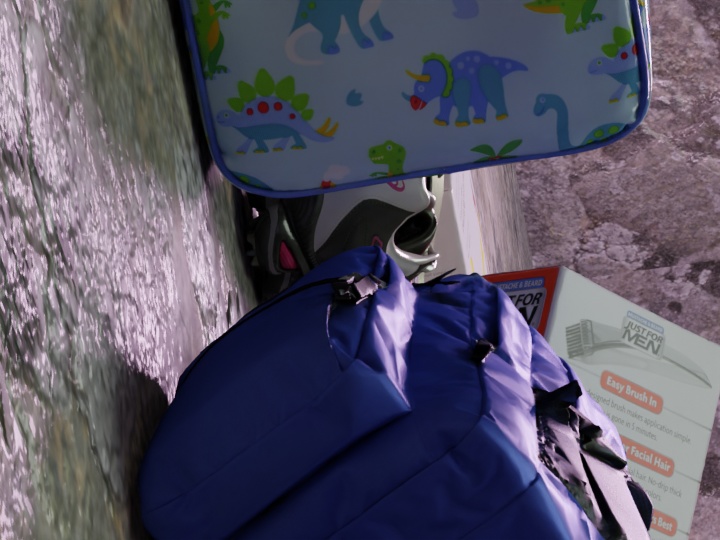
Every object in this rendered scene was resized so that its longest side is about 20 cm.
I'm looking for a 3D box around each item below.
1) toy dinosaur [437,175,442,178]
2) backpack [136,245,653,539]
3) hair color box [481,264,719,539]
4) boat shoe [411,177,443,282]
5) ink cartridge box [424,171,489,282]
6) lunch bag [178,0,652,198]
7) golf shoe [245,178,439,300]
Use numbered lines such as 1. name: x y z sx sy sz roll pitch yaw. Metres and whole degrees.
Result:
1. toy dinosaur: 0.046 -0.107 1.262 0.060 0.200 0.106 53 20 -28
2. backpack: 0.014 0.078 0.961 0.168 0.162 0.200 57 14 -8
3. hair color box: 0.088 0.111 1.180 0.111 0.064 0.201 25 72 -33
4. boat shoe: 0.004 0.021 1.424 0.063 0.073 0.202 -8 101 -48
5. ink cartridge box: 0.031 -0.001 1.571 0.145 0.083 0.201 -89 169 -54
6. lunch bag: 0.023 -0.123 1.128 0.082 0.199 0.161 -82 162 -70
7. golf shoe: 0.000 0.000 1.286 0.200 0.088 0.078 67 14 -71
